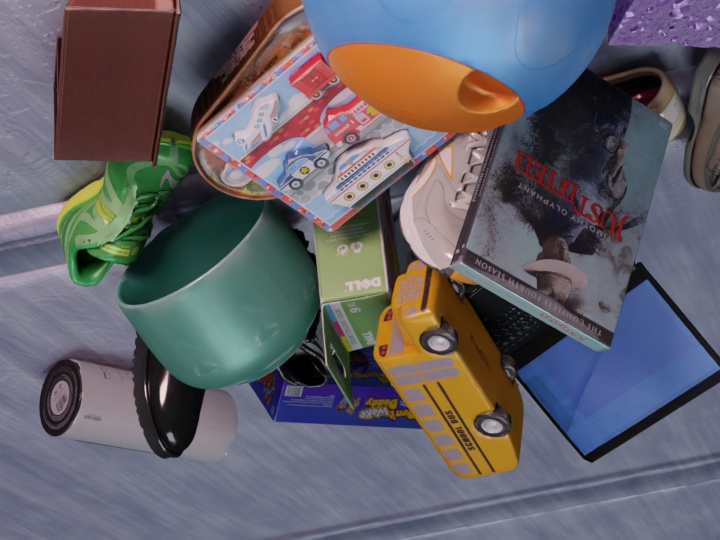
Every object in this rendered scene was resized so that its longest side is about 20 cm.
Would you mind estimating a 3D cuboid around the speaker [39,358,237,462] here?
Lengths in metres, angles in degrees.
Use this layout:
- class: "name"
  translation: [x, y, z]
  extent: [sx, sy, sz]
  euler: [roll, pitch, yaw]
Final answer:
- class: "speaker"
  translation: [-0.225, 0.146, 1.850]
  extent: [0.199, 0.082, 0.081]
  euler: [15, 146, -40]

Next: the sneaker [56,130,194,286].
- class: "sneaker"
  translation: [-0.186, -0.049, 1.463]
  extent: [0.074, 0.084, 0.200]
  euler: [7, 149, -28]

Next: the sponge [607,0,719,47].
- class: "sponge"
  translation: [0.293, -0.208, 1.350]
  extent: [0.199, 0.030, 0.112]
  euler: [0, 153, -16]

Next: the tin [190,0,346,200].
- class: "tin"
  translation: [-0.046, -0.134, 1.329]
  extent: [0.112, 0.042, 0.200]
  euler: [26, 123, -28]

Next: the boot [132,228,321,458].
- class: "boot"
  translation: [-0.115, 0.058, 1.584]
  extent: [0.162, 0.199, 0.073]
  euler: [-11, 158, 20]

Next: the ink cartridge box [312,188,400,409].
- class: "ink cartridge box"
  translation: [0.000, 0.000, 1.485]
  extent: [0.059, 0.201, 0.104]
  euler: [-10, 154, 7]

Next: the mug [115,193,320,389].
- class: "mug"
  translation: [-0.106, 0.016, 1.483]
  extent: [0.152, 0.185, 0.115]
  euler: [-26, 113, 20]

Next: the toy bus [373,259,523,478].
- class: "toy bus"
  translation: [0.072, 0.080, 1.434]
  extent: [0.078, 0.065, 0.200]
  euler: [-12, 134, 25]

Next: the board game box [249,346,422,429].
- class: "board game box"
  translation: [-0.011, 0.101, 1.765]
  extent: [0.199, 0.135, 0.045]
  euler: [5, 113, -25]

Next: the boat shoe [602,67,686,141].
- class: "boat shoe"
  translation: [0.163, -0.115, 1.458]
  extent: [0.199, 0.074, 0.069]
  euler: [-23, 149, 7]

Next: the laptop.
- class: "laptop"
  translation: [0.160, 0.070, 1.460]
  extent: [0.199, 0.104, 0.177]
  euler: [9, 145, -38]

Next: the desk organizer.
- class: "desk organizer"
  translation: [-0.175, -0.154, 1.271]
  extent: [0.077, 0.072, 0.200]
  euler: [0, 153, -12]

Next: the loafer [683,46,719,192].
- class: "loafer"
  translation: [0.307, -0.114, 1.480]
  extent: [0.063, 0.072, 0.200]
  euler: [31, 162, 23]

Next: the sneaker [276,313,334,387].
- class: "sneaker"
  translation: [-0.042, 0.065, 1.699]
  extent: [0.075, 0.116, 0.200]
  euler: [-23, 153, 27]

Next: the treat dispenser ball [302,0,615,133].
- class: "treat dispenser ball"
  translation: [0.061, -0.187, 1.127]
  extent: [0.200, 0.202, 0.201]
  euler: [-7, 154, -3]

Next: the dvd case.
- class: "dvd case"
  translation: [0.155, -0.059, 1.356]
  extent: [0.146, 0.201, 0.022]
  euler: [30, 157, -22]

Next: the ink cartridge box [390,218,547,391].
- class: "ink cartridge box"
  translation: [0.119, 0.004, 1.591]
  extent: [0.145, 0.145, 0.200]
  euler: [5, 150, -28]

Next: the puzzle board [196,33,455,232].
- class: "puzzle board"
  translation: [0.001, -0.118, 1.319]
  extent: [0.200, 0.017, 0.150]
  euler: [-37, 131, 23]

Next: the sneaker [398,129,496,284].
- class: "sneaker"
  translation: [0.083, -0.082, 1.371]
  extent: [0.075, 0.201, 0.092]
  euler: [20, 135, -19]
